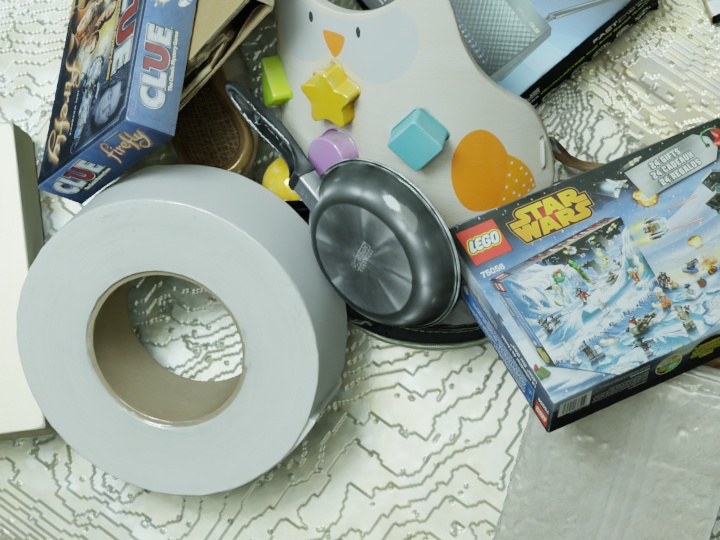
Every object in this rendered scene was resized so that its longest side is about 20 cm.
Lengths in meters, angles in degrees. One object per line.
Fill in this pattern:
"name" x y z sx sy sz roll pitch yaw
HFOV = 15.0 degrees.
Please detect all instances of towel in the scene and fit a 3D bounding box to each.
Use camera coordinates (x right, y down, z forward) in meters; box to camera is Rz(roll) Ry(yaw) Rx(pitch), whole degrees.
"towel" 0.155 0.140 1.686 0.132 0.034 0.201 18 109 5

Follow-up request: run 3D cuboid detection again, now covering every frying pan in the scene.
"frying pan" -0.009 -0.045 1.642 0.031 0.115 0.190 -37 97 -39

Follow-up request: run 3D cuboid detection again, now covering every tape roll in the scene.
"tape roll" -0.111 0.038 1.716 0.202 0.071 0.203 6 112 14

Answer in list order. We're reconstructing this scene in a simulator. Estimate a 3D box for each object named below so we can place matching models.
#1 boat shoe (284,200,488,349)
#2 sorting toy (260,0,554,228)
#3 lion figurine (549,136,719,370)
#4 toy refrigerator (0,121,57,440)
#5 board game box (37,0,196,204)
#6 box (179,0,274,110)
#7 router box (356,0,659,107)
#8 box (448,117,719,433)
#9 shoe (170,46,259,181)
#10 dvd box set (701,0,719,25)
"boat shoe" 0.001 -0.002 1.747 0.199 0.066 0.075 23 87 11
"sorting toy" 0.003 -0.126 1.666 0.200 0.180 0.107 21 45 36
"lion figurine" 0.188 0.002 1.715 0.122 0.072 0.201 -10 79 4
"toy refrigerator" -0.245 0.010 1.786 0.076 0.070 0.201 -8 83 4
"board game box" -0.145 -0.157 1.712 0.035 0.135 0.201 19 64 -25
"box" -0.087 -0.211 1.699 0.021 0.163 0.201 18 59 -22
"router box" 0.073 -0.201 1.763 0.150 0.062 0.200 -41 79 1
"box" 0.166 0.000 1.654 0.200 0.040 0.137 -22 61 -17
"shoe" -0.113 -0.135 1.790 0.070 0.053 0.200 -26 65 14
"dvd box set" 0.256 -0.276 1.759 0.146 0.029 0.201 -21 80 6
